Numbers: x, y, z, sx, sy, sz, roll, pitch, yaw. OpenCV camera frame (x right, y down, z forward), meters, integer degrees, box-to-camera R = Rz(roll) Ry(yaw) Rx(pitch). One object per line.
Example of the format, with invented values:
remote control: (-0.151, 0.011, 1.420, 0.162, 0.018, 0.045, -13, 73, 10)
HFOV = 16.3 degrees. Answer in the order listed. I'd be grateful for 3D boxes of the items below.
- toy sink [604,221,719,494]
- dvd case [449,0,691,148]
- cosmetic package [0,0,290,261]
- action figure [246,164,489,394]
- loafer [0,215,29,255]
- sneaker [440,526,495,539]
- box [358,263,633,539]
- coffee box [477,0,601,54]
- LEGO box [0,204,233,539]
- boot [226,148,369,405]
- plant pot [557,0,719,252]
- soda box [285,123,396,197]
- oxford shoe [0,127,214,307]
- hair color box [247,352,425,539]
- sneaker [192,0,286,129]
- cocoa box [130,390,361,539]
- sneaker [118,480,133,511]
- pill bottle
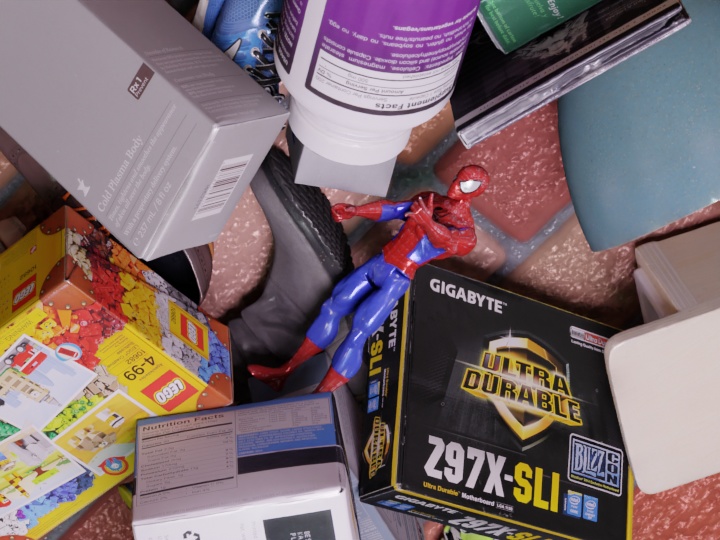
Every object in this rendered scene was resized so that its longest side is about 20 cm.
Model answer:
toy sink: (0.255, 0.045, 1.705, 0.200, 0.112, 0.131, -19, 121, -4)
dvd case: (0.118, -0.147, 1.524, 0.149, 0.200, 0.016, -29, 110, 9)
cosmetic package: (-0.152, -0.111, 1.512, 0.200, 0.090, 0.107, 39, 117, 18)
action figure: (0.000, 0.000, 1.588, 0.200, 0.065, 0.099, -46, 143, 5)
loafer: (-0.179, 0.030, 1.672, 0.063, 0.072, 0.200, -36, 126, -6)
sneaker: (0.076, 0.221, 1.808, 0.083, 0.072, 0.200, -10, 121, 0)
box: (0.094, 0.095, 1.668, 0.200, 0.160, 0.049, 19, 156, -32)
coffee box: (0.158, -0.216, 1.528, 0.200, 0.123, 0.044, -28, 114, 12)
LEGO box: (-0.204, 0.073, 1.599, 0.200, 0.077, 0.149, -36, 125, 23)
boot: (-0.061, 0.024, 1.680, 0.131, 0.070, 0.200, -23, 116, 12)
plant pot: (0.203, -0.118, 1.577, 0.200, 0.200, 0.135, -27, 93, 8)
soda box: (0.007, -0.150, 1.584, 0.063, 0.068, 0.200, 9, 119, -13)
oxford shoe: (-0.165, -0.050, 1.615, 0.071, 0.073, 0.200, -42, 117, 16)
hair color box: (-0.009, 0.156, 1.707, 0.061, 0.099, 0.200, -20, 139, 9)
sneaker: (-0.068, -0.123, 1.563, 0.078, 0.089, 0.200, 10, 121, -49)
cocoa box: (-0.062, 0.197, 1.556, 0.133, 0.131, 0.200, -9, 116, 0)
sneaker: (-0.069, 0.183, 1.671, 0.082, 0.074, 0.200, -49, 121, -8)
pill bottle: (0.013, -0.160, 1.462, 0.112, 0.113, 0.200, 6, 134, -11)
